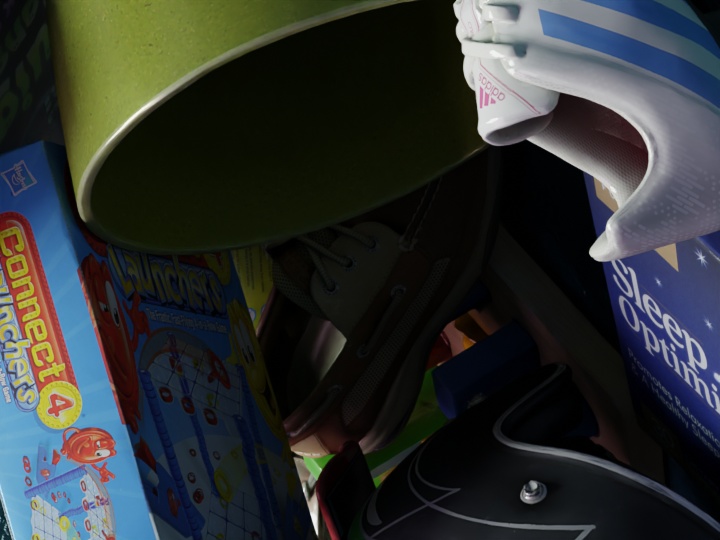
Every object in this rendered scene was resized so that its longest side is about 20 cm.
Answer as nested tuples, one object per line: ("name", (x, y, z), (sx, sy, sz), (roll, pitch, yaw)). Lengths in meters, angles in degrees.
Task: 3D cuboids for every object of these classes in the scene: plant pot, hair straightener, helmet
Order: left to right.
("plant pot", (-0.046, -0.138, 1.050), (0.187, 0.186, 0.201), (98, 152, -68))
("hair straightener", (0.037, 0.163, 1.245), (0.077, 0.041, 0.201), (10, 130, 31))
("helmet", (0.073, 0.146, 1.089), (0.201, 0.199, 0.191), (63, -164, -16))

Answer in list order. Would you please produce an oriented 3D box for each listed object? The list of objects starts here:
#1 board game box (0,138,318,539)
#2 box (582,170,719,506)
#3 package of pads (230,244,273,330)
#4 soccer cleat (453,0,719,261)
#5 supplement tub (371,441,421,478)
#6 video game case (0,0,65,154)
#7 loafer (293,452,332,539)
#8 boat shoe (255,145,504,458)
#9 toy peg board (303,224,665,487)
("board game box", (-0.084, 0.060, 1.101), (0.200, 0.056, 0.197), (15, -123, -74))
("box", (0.131, 0.019, 1.017), (0.121, 0.032, 0.200), (47, 160, 42))
("package of pads", (-0.090, -0.029, 1.315), (0.200, 0.068, 0.155), (33, 137, 44))
("soccer cleat", (0.058, -0.093, 0.921), (0.200, 0.086, 0.070), (55, 165, 17))
("supplement tub", (-0.049, 0.136, 1.540), (0.199, 0.123, 0.123), (2, 128, 38))
("video game case", (-0.158, -0.053, 1.069), (0.023, 0.201, 0.182), (14, 147, 16))
("loafer", (-0.032, 0.088, 1.420), (0.063, 0.201, 0.072), (21, 160, -40))
("boat shoe", (0.000, 0.000, 1.189), (0.076, 0.074, 0.201), (44, 128, 39))
("toy peg board", (0.044, 0.074, 1.290), (0.200, 0.098, 0.200), (49, 163, 35))
